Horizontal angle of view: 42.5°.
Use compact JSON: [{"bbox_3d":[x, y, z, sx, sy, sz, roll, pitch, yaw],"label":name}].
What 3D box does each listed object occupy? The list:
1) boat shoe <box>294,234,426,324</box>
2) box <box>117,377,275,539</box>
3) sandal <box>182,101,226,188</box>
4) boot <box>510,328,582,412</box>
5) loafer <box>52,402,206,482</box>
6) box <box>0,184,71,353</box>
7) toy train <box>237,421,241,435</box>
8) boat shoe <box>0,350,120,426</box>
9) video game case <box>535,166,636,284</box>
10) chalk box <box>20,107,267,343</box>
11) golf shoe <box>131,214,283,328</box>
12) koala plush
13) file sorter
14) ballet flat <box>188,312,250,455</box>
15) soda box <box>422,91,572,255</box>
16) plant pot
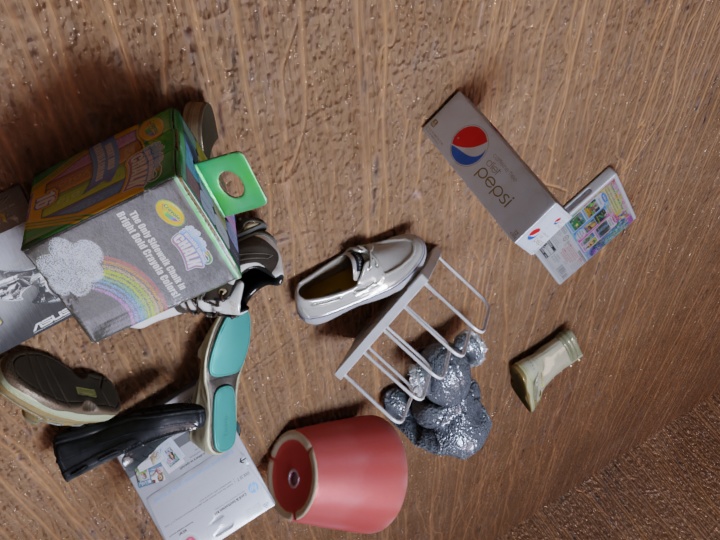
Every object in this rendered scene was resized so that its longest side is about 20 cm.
[{"bbox_3d":[0.000,0.000,1.233,0.197,0.072,0.070,-25,151,-8],"label":"boat shoe"},{"bbox_3d":[-0.227,0.268,1.249,0.154,0.203,0.041,-30,-171,-11],"label":"box"},{"bbox_3d":[-0.179,-0.080,0.952,0.068,0.079,0.215,4,133,5],"label":"sandal"},{"bbox_3d":[0.389,0.208,1.926,0.153,0.072,0.201,-36,150,-7],"label":"boot"},{"bbox_3d":[-0.286,0.214,1.160,0.196,0.072,0.068,-14,179,1],"label":"loafer"},{"bbox_3d":[-0.380,0.025,0.881,0.197,0.049,0.160,-28,149,-16],"label":"box"},{"bbox_3d":[-0.239,0.284,1.360,0.113,0.085,0.202,-27,150,-35],"label":"toy train"},{"bbox_3d":[-0.359,0.150,1.061,0.075,0.073,0.200,-28,151,10],"label":"boat shoe"},{"bbox_3d":[0.380,-0.071,1.578,0.182,0.024,0.200,-42,149,7],"label":"video game case"},{"bbox_3d":[-0.184,-0.051,0.839,0.196,0.125,0.126,-24,128,4],"label":"chalk box"},{"bbox_3d":[-0.178,0.020,1.044,0.198,0.095,0.078,-32,151,-6],"label":"golf shoe"},{"bbox_3d":[0.145,0.198,1.573,0.175,0.184,0.203,-24,136,-21],"label":"koala plush"},{"bbox_3d":[0.081,0.095,1.335,0.201,0.124,0.139,-50,-178,22],"label":"file sorter"},{"bbox_3d":[-0.189,0.135,1.198,0.069,0.069,0.205,4,97,-48],"label":"ballet flat"},{"bbox_3d":[0.160,-0.118,1.103,0.068,0.201,0.063,-43,151,15],"label":"soda box"},{"bbox_3d":[-0.048,0.341,1.543,0.175,0.202,0.202,9,128,-40],"label":"plant pot"}]
